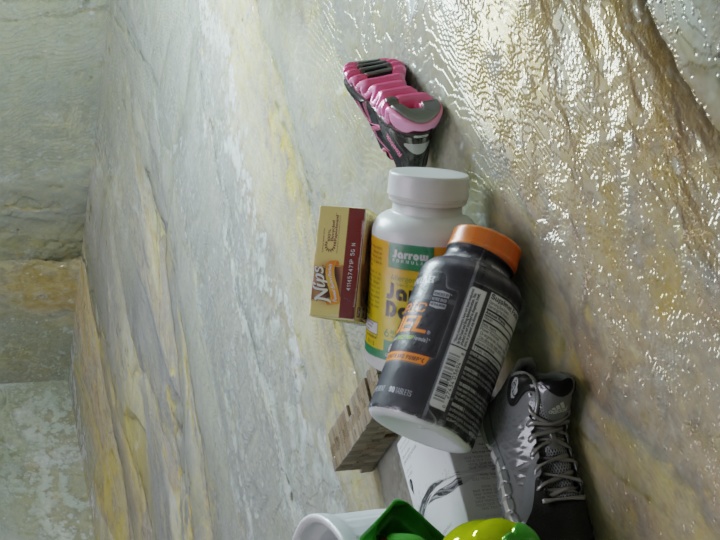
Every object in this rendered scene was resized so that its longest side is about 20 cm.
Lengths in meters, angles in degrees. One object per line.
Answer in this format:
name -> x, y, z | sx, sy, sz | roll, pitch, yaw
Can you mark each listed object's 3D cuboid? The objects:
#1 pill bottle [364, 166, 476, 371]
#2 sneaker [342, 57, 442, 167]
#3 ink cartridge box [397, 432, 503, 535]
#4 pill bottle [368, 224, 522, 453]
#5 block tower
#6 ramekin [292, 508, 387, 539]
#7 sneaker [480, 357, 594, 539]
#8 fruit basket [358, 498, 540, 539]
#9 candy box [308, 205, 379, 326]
pill bottle -> 0.064, 0.000, 1.282 | 0.113, 0.111, 0.203 | -149, 61, -65
sneaker -> 0.031, -0.176, 1.424 | 0.201, 0.078, 0.096 | -121, 24, -53
ink cartridge box -> 0.106, 0.236, 1.249 | 0.116, 0.067, 0.202 | 116, 145, -51
pill bottle -> 0.088, 0.060, 1.173 | 0.106, 0.105, 0.202 | -22, 44, 67
block tower -> 0.014, 0.178, 1.498 | 0.201, 0.057, 0.055 | 116, 146, -52
ramekin -> 0.010, 0.341, 1.274 | 0.200, 0.097, 0.203 | 27, 120, 59
sneaker -> 0.163, 0.156, 1.095 | 0.201, 0.074, 0.116 | -113, 33, -45
fruit basket -> 0.092, 0.277, 1.079 | 0.155, 0.213, 0.219 | -23, -64, -70
candy box -> 0.000, 0.000, 1.365 | 0.200, 0.055, 0.117 | 19, -103, -74
